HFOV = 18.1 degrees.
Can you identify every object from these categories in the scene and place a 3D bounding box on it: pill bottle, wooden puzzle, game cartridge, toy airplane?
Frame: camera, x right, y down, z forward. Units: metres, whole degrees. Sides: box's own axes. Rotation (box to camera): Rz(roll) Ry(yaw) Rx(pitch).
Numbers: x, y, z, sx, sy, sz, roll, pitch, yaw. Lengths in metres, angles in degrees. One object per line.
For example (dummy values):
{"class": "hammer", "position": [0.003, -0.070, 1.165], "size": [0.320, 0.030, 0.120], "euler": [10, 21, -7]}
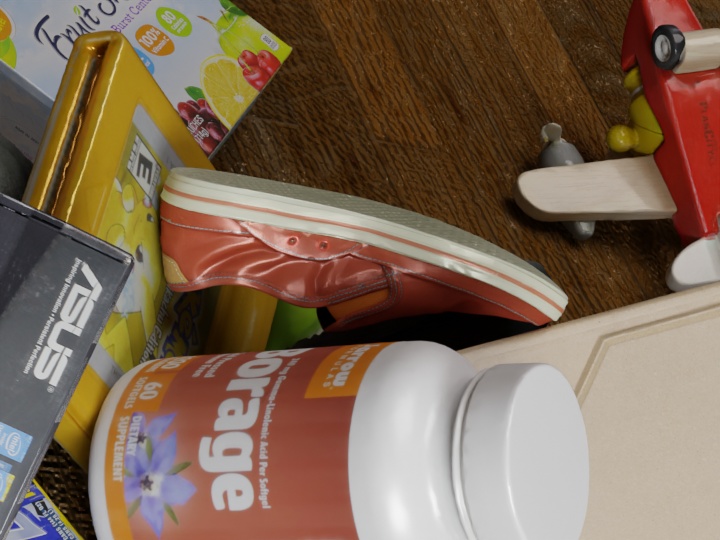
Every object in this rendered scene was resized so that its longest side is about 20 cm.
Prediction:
{"class": "pill bottle", "position": [-0.009, 0.088, 0.979], "size": [0.112, 0.200, 0.112], "euler": [18, 69, -60]}
{"class": "wooden puzzle", "position": [0.144, 0.105, 1.058], "size": [0.200, 0.037, 0.185], "euler": [-12, 67, -27]}
{"class": "game cartridge", "position": [-0.100, 0.016, 1.067], "size": [0.200, 0.032, 0.176], "euler": [54, 40, -48]}
{"class": "toy airplane", "position": [0.220, -0.068, 1.556], "size": [0.200, 0.141, 0.199], "euler": [39, 70, -16]}

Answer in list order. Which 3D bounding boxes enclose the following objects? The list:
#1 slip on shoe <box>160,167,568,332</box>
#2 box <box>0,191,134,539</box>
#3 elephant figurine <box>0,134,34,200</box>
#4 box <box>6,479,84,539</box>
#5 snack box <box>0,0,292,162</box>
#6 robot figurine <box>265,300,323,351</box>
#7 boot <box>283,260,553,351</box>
{"class": "slip on shoe", "position": [0.000, 0.000, 1.063], "size": [0.200, 0.061, 0.074], "euler": [12, 9, -13]}
{"class": "box", "position": [-0.205, 0.050, 0.919], "size": [0.161, 0.200, 0.049], "euler": [26, -4, -3]}
{"class": "elephant figurine", "position": [-0.158, -0.006, 1.113], "size": [0.141, 0.155, 0.200], "euler": [33, 21, 34]}
{"class": "box", "position": [-0.209, 0.080, 0.986], "size": [0.200, 0.064, 0.070], "euler": [50, 34, 3]}
{"class": "snack box", "position": [-0.150, -0.118, 1.296], "size": [0.169, 0.068, 0.200], "euler": [37, 32, -3]}
{"class": "robot figurine", "position": [0.028, 0.063, 1.209], "size": [0.200, 0.116, 0.175], "euler": [51, 30, 17]}
{"class": "boot", "position": [0.067, 0.106, 1.080], "size": [0.165, 0.066, 0.200], "euler": [-22, 65, -22]}
